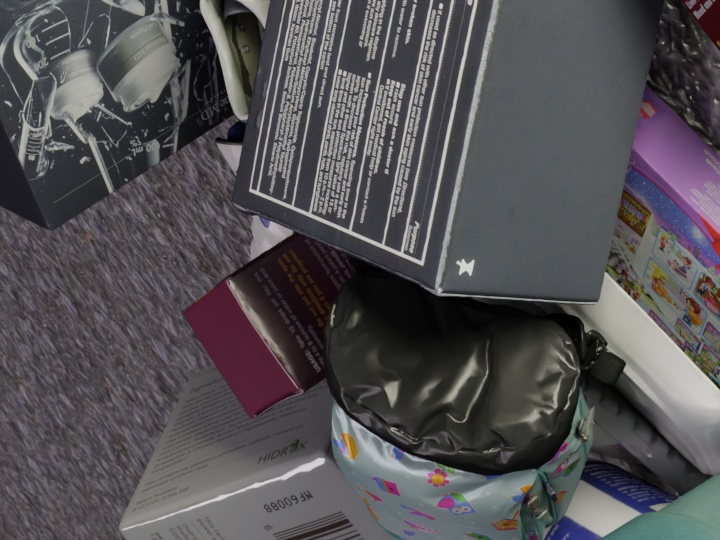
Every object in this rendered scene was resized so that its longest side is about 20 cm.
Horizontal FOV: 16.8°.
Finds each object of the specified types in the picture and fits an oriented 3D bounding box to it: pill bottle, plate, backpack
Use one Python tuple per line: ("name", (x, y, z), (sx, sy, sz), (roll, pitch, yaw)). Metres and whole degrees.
("pill bottle", (0.149, 0.183, 1.504), (0.200, 0.119, 0.120), (27, 144, 60))
("plate", (0.156, 0.047, 1.421), (0.200, 0.032, 0.200), (47, 179, 24))
("backpack", (0.058, 0.088, 1.395), (0.166, 0.127, 0.200), (24, 163, 18))

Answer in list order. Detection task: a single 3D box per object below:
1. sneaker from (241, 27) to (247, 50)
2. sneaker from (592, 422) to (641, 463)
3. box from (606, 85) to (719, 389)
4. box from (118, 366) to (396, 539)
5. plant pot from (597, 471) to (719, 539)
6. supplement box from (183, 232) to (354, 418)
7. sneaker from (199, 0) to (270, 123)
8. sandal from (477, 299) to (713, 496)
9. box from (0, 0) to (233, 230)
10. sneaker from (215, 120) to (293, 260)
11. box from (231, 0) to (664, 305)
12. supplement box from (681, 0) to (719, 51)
("sneaker", (-0.050, -0.170, 1.564), (0.076, 0.087, 0.200), (39, 152, 34))
("sneaker", (0.096, 0.087, 1.591), (0.201, 0.108, 0.067), (39, 152, 34))
("box", (0.167, -0.030, 1.385), (0.200, 0.039, 0.137), (47, 156, 21))
("box", (-0.021, 0.166, 1.716), (0.200, 0.172, 0.199), (-21, 119, 33))
("plant pot", (0.238, 0.177, 1.316), (0.200, 0.196, 0.201), (43, 154, 27))
("supplement box", (0.000, 0.000, 1.545), (0.086, 0.200, 0.110), (57, 158, -1))
("sneaker", (-0.064, -0.185, 1.479), (0.073, 0.071, 0.201), (-15, 89, 45))
("sandal", (0.134, 0.084, 1.506), (0.202, 0.050, 0.082), (40, -164, 7))
("box", (-0.186, -0.162, 1.645), (0.104, 0.200, 0.183), (25, 143, 51))
("sneaker", (-0.050, -0.055, 1.745), (0.115, 0.080, 0.200), (52, 150, 18))
("box", (0.047, -0.102, 1.316), (0.198, 0.123, 0.201), (25, 107, 52))
("supplement box", (0.170, -0.187, 1.145), (0.200, 0.061, 0.109), (54, 157, 7))
